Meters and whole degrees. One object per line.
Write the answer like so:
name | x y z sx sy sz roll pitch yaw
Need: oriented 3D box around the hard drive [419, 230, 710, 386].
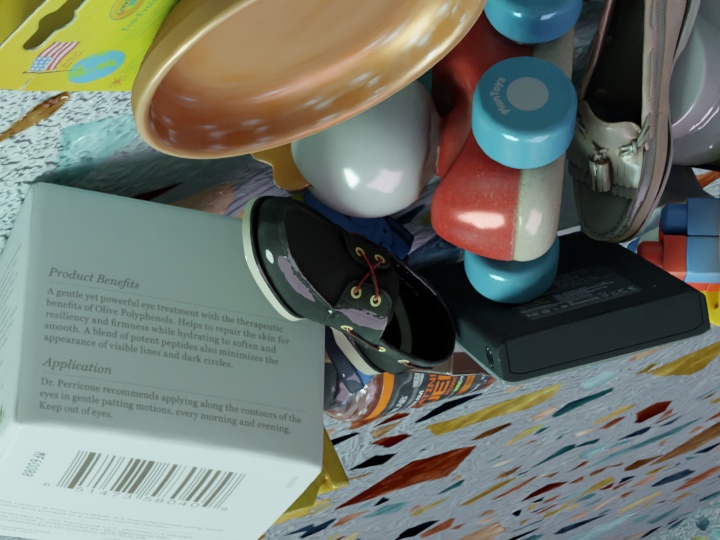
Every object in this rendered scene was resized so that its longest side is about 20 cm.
hard drive | 0.126 0.020 1.431 0.139 0.033 0.200 -15 -164 -11

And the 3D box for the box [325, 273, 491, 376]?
box | 0.031 0.037 1.654 0.199 0.075 0.100 6 -177 45

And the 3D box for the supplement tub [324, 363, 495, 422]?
supplement tub | 0.021 0.067 1.835 0.199 0.107 0.107 -12 160 -36

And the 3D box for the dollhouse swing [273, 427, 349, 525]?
dollhouse swing | -0.147 0.180 1.863 0.199 0.182 0.176 -13 151 -25

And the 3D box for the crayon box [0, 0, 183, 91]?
crayon box | -0.099 -0.145 1.118 0.199 0.051 0.127 -5 155 -49

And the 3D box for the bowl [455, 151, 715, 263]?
bowl | 0.155 -0.065 1.611 0.200 0.091 0.201 -15 173 -2

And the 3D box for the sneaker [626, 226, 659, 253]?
sneaker | 0.209 0.015 1.666 0.111 0.077 0.200 -26 178 18

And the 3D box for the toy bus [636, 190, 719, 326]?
toy bus | 0.285 -0.008 1.510 0.191 0.137 0.200 -1 166 8

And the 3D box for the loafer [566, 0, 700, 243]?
loafer | 0.165 -0.113 1.397 0.063 0.072 0.201 -11 116 -54

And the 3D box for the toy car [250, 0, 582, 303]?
toy car | 0.031 -0.095 1.348 0.199 0.178 0.185 5 149 3

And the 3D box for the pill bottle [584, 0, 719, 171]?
pill bottle | 0.240 -0.130 1.510 0.119 0.120 0.200 -33 161 29

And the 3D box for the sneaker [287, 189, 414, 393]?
sneaker | 0.000 0.000 1.489 0.078 0.201 0.066 -18 128 6

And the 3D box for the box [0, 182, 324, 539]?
box | -0.144 0.073 1.410 0.198 0.172 0.200 10 152 -18

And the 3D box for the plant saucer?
plant saucer | -0.029 -0.124 1.127 0.199 0.038 0.200 -23 162 -8

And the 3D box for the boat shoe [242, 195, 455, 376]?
boat shoe | -0.006 0.006 1.344 0.063 0.074 0.201 -8 151 28
